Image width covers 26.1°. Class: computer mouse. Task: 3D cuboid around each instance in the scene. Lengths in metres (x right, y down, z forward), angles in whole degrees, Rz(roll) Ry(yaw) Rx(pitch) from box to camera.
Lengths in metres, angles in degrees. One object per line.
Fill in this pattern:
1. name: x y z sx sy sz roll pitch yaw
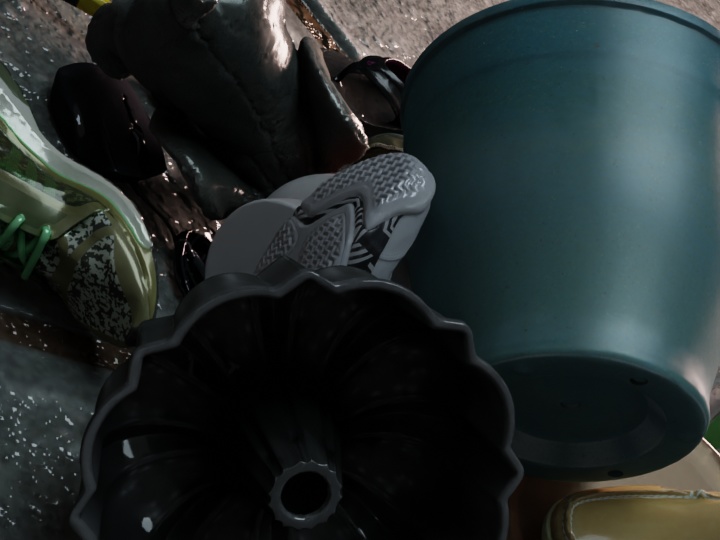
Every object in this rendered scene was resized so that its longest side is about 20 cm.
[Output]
1. computer mouse: -0.122 -0.051 0.917 0.058 0.034 0.201 -6 56 -56

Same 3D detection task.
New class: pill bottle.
1. pill bottle: 0.000 0.000 0.908 0.113 0.112 0.199 52 25 17

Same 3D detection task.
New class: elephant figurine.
1. elephant figurine: -0.058 -0.093 0.920 0.155 0.140 0.201 -49 118 -46

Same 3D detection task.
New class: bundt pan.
1. bundt pan: -0.033 0.084 0.696 0.201 0.203 0.076 29 9 -24

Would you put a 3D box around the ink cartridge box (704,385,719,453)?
1. ink cartridge box: 0.329 0.146 1.174 0.199 0.084 0.146 40 28 -6

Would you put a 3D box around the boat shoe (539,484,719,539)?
1. boat shoe: 0.191 0.138 0.787 0.197 0.076 0.072 9 56 -16

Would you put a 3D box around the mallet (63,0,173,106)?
1. mallet: -0.178 -0.165 1.007 0.198 0.066 0.041 24 29 -4

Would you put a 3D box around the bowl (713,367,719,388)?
1. bowl: 0.235 0.030 1.135 0.091 0.199 0.201 60 24 -16

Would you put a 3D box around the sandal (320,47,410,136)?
1. sandal: 0.036 -0.131 1.213 0.199 0.048 0.076 25 33 -32

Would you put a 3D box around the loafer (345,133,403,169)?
1. loafer: 0.048 -0.011 1.037 0.069 0.075 0.201 2 48 -56

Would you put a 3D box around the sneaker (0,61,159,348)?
1. sneaker: -0.185 -0.028 0.784 0.200 0.077 0.088 45 41 14

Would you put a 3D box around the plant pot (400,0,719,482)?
1. plant pot: 0.110 -0.004 0.795 0.199 0.199 0.190 27 52 -27

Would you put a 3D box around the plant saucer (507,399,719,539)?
1. plant saucer: 0.138 0.146 0.828 0.198 0.030 0.202 11 55 -16

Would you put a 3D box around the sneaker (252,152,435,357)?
1. sneaker: -0.007 0.042 0.776 0.114 0.201 0.075 34 12 -27
